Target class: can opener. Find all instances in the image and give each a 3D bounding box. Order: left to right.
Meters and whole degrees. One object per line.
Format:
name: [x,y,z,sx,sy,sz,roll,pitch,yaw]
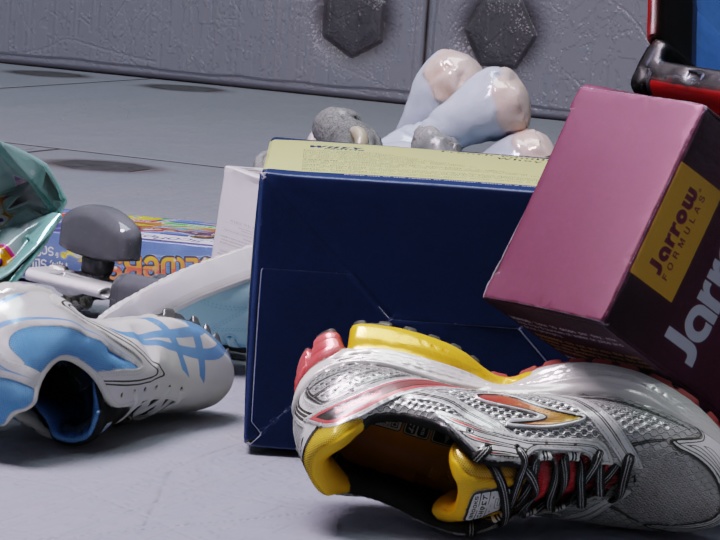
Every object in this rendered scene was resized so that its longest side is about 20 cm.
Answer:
can opener: [-0.123,0.008,1.740,0.199,0.067,0.052,17,13,41]

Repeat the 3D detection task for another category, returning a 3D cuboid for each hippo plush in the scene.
hippo plush: [0.026,-0.077,2.077,0.199,0.161,0.160,11,9,39]

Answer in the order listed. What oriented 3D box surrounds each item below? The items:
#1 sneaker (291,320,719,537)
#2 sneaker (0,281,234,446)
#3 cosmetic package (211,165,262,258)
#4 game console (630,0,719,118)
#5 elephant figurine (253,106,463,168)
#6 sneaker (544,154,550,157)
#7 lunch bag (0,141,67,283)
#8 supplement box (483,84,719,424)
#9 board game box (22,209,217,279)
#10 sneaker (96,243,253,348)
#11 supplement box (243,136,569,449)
sneaker: [0.066,0.085,1.256,0.198,0.078,0.082,8,34,1]
sneaker: [-0.127,0.054,1.411,0.072,0.073,0.200,-24,-19,26]
cosmetic package: [0.000,0.000,1.699,0.199,0.083,0.050,18,10,40]
game console: [0.226,-0.081,1.344,0.200,0.119,0.172,34,-12,-36]
elephant figurine: [-0.010,-0.033,1.854,0.199,0.142,0.155,18,0,39]
sneaker: [0.149,-0.027,1.937,0.120,0.084,0.199,-3,-14,-43]
lunch bag: [-0.263,-0.010,1.418,0.170,0.123,0.199,-16,-5,43]
supplement box: [0.165,0.015,1.328,0.200,0.111,0.085,34,-13,-36]
board game box: [-0.138,-0.012,1.961,0.199,0.035,0.135,6,7,18]
sneaker: [-0.051,0.026,1.621,0.199,0.082,0.074,-19,-2,10]
supplement box: [0.043,0.013,1.486,0.198,0.135,0.200,4,7,-2]
